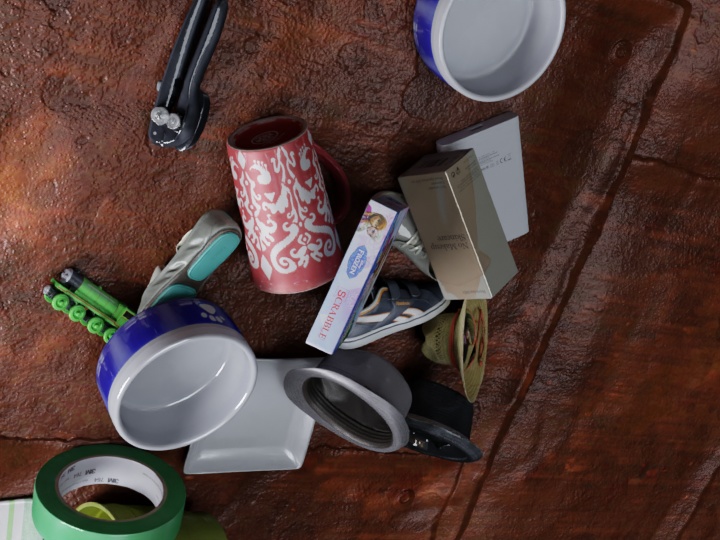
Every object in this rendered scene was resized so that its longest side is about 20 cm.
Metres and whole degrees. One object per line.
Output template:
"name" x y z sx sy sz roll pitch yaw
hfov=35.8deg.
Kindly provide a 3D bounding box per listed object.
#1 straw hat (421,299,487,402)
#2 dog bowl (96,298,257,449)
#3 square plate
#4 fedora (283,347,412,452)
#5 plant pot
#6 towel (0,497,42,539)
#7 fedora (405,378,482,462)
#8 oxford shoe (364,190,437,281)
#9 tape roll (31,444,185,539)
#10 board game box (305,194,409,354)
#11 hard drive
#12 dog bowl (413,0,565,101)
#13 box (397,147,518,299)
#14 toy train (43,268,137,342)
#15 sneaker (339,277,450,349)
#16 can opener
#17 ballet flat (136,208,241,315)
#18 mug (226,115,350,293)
"straw hat" 0.138 0.106 1.717 0.084 0.201 0.202 3 125 17
"dog bowl" -0.240 0.137 1.465 0.199 0.079 0.201 -20 137 -20
"square plate" -0.154 0.210 1.654 0.199 0.028 0.199 3 115 -31
"fedora" -0.004 0.174 1.618 0.091 0.199 0.177 -56 167 -31
"plant pot" -0.299 0.424 1.607 0.192 0.200 0.201 2 116 -44
"towel" -0.538 0.388 1.538 0.199 0.023 0.154 -2 116 -29
"fedora" 0.107 0.225 1.736 0.200 0.200 0.092 37 66 -39
"oxford shoe" 0.082 -0.048 1.625 0.075 0.058 0.200 -46 128 3
"tape roll" -0.336 0.309 1.495 0.199 0.200 0.048 0 116 -30
"board game box" 0.000 0.000 1.481 0.041 0.200 0.201 25 99 4
"hard drive" 0.184 -0.123 1.660 0.131 0.026 0.201 -23 126 -17
"dog bowl" 0.173 -0.335 1.499 0.199 0.079 0.201 -14 123 -22
"box" 0.139 -0.063 1.580 0.078 0.095 0.201 -40 114 -40
"toy train" -0.329 0.062 1.463 0.057 0.042 0.200 -53 129 -6
"sneaker" 0.045 0.045 1.643 0.199 0.078 0.080 -22 113 -27
"can opener" -0.211 -0.242 1.354 0.063 0.079 0.201 18 108 5
"ballet flat" -0.235 0.002 1.469 0.200 0.064 0.067 -47 145 9
"mug" -0.098 -0.100 1.472 0.132 0.178 0.201 -4 121 14
